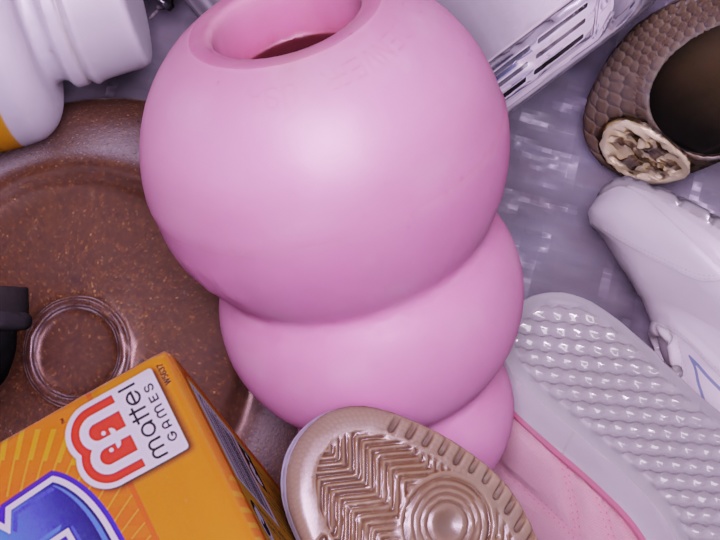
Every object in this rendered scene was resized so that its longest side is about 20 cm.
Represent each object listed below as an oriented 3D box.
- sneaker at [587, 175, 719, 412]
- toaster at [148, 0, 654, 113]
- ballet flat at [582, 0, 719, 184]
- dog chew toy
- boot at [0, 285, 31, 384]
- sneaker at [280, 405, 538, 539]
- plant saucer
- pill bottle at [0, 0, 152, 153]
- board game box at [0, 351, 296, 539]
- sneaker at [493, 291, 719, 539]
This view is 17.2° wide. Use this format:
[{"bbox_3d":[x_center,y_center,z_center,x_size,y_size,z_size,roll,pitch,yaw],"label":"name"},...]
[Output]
[{"bbox_3d":[0.150,0.051,0.915,0.087,0.075,0.200,-39,85,4],"label":"sneaker"},{"bbox_3d":[0.020,-0.113,0.889,0.200,0.114,0.129,-36,90,16],"label":"toaster"},{"bbox_3d":[0.152,-0.079,0.873,0.067,0.200,0.047,30,50,-25],"label":"ballet flat"},{"bbox_3d":[0.000,0.000,0.816,0.124,0.125,0.201,-19,122,-5],"label":"dog chew toy"},{"bbox_3d":[-0.189,0.093,0.854,0.210,0.079,0.159,-17,80,37],"label":"boot"},{"bbox_3d":[0.037,0.123,0.821,0.200,0.108,0.070,43,75,-13],"label":"sneaker"},{"bbox_3d":[-0.102,0.032,0.893,0.199,0.037,0.202,-1,84,11],"label":"plant saucer"},{"bbox_3d":[-0.182,-0.086,0.878,0.199,0.109,0.110,-15,86,2],"label":"pill bottle"},{"bbox_3d":[-0.079,0.187,0.757,0.199,0.200,0.200,-29,63,0],"label":"board game box"},{"bbox_3d":[0.112,0.108,0.880,0.075,0.105,0.200,-28,64,-34],"label":"sneaker"}]
